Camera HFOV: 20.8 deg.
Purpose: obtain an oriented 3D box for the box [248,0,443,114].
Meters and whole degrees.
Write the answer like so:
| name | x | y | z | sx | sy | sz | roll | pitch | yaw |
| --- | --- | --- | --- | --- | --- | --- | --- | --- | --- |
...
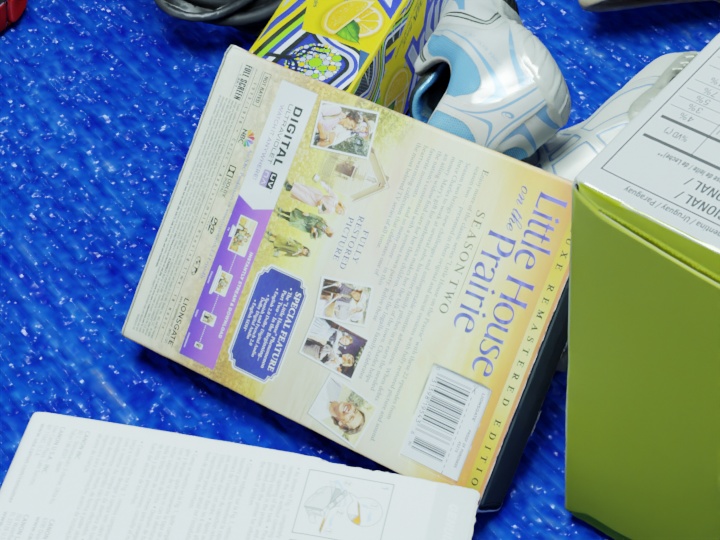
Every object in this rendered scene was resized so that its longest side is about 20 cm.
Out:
| name | x | y | z | sx | sy | sz | roll | pitch | yaw |
| --- | --- | --- | --- | --- | --- | --- | --- | --- | --- |
| box | 0.000 | -0.123 | 1.022 | 0.064 | 0.070 | 0.200 | 13 | 49 | 18 |

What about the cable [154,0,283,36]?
| name | x | y | z | sx | sy | sz | roll | pitch | yaw |
| --- | --- | --- | --- | --- | --- | --- | --- | --- | --- |
| cable | -0.064 | -0.223 | 1.081 | 0.051 | 0.163 | 0.201 | -11 | 46 | 51 |

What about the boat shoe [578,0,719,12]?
| name | x | y | z | sx | sy | sz | roll | pitch | yaw |
| --- | --- | --- | --- | --- | --- | --- | --- | --- | --- |
| boat shoe | 0.211 | -0.162 | 1.045 | 0.199 | 0.072 | 0.065 | 1 | 81 | -8 |

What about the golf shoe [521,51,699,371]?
| name | x | y | z | sx | sy | sz | roll | pitch | yaw |
| --- | --- | --- | --- | --- | --- | --- | --- | --- | --- |
| golf shoe | 0.096 | -0.045 | 0.935 | 0.097 | 0.079 | 0.200 | 18 | 49 | 30 |

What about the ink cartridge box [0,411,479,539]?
| name | x | y | z | sx | sy | sz | roll | pitch | yaw |
| --- | --- | --- | --- | --- | --- | --- | --- | --- | --- |
| ink cartridge box | -0.063 | 0.144 | 0.794 | 0.199 | 0.050 | 0.163 | 11 | 47 | 6 |

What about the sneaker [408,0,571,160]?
| name | x | y | z | sx | sy | sz | roll | pitch | yaw |
| --- | --- | --- | --- | --- | --- | --- | --- | --- | --- |
| sneaker | 0.053 | -0.100 | 0.958 | 0.072 | 0.072 | 0.200 | -23 | 17 | 5 |

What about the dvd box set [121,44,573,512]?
| name | x | y | z | sx | sy | sz | roll | pitch | yaw |
| --- | --- | --- | --- | --- | --- | --- | --- | --- | --- |
| dvd box set | 0.000 | 0.000 | 0.869 | 0.199 | 0.029 | 0.147 | 23 | 96 | 27 |

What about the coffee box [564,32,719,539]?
| name | x | y | z | sx | sy | sz | roll | pitch | yaw |
| --- | --- | --- | --- | --- | --- | --- | --- | --- | --- |
| coffee box | 0.214 | 0.020 | 0.766 | 0.199 | 0.200 | 0.198 | 28 | 55 | 28 |

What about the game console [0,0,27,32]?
| name | x | y | z | sx | sy | sz | roll | pitch | yaw |
| --- | --- | --- | --- | --- | --- | --- | --- | --- | --- |
| game console | -0.306 | -0.151 | 1.114 | 0.199 | 0.031 | 0.177 | 27 | 54 | 30 |
